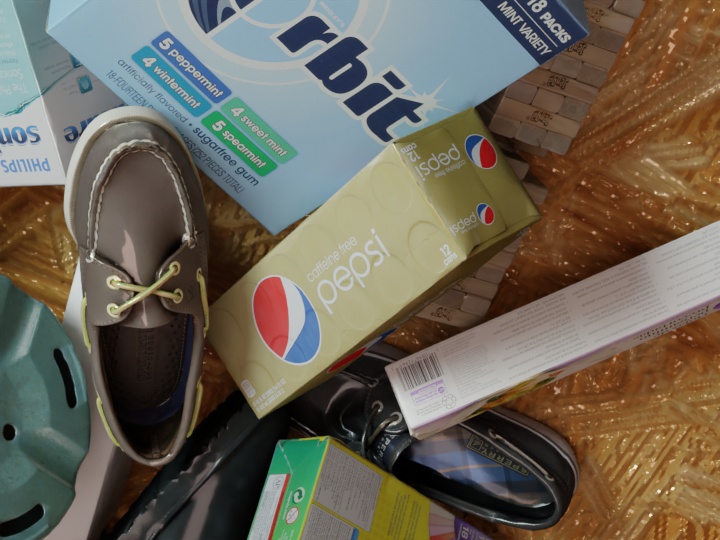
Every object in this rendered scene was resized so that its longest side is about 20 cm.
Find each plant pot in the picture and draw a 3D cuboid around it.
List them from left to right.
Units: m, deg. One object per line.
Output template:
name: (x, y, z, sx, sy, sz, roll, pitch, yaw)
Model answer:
plant pot: (-0.262, 0.087, 0.961, 0.196, 0.200, 0.201, -10, 108, 35)

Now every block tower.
block tower: (0.073, -0.070, 0.956, 0.054, 0.058, 0.200, 15, 112, -28)

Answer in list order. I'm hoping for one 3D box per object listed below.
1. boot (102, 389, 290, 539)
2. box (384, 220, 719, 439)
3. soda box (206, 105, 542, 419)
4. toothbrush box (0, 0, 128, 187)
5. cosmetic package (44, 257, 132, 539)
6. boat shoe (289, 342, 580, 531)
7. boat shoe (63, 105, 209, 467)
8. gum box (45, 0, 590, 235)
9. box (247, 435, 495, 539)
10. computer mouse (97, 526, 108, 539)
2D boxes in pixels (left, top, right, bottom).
boot: (-0.061, 0.179, 1.011, 0.162, 0.073, 0.198, 40, 89, -8)
box: (0.111, 0.034, 0.973, 0.199, 0.039, 0.042, -24, 73, 2)
soda box: (0.000, 0.000, 0.918, 0.068, 0.064, 0.200, 57, 138, 6)
toothbrush box: (-0.195, -0.148, 0.931, 0.146, 0.085, 0.201, 0, 111, 43)
cosmetic package: (-0.148, 0.061, 1.029, 0.050, 0.083, 0.201, 18, 110, 2)
boat shoe: (0.028, 0.097, 1.021, 0.199, 0.066, 0.070, 25, 110, 0)
boat shoe: (-0.109, 0.012, 0.906, 0.072, 0.060, 0.201, -6, 130, -14)
gum box: (-0.020, -0.125, 0.864, 0.200, 0.045, 0.170, -31, 127, 23)
box: (0.020, 0.185, 0.999, 0.048, 0.118, 0.200, -10, 144, 46)
computer mouse: (-0.076, 0.209, 1.085, 0.199, 0.053, 0.139, -9, 96, 15)
